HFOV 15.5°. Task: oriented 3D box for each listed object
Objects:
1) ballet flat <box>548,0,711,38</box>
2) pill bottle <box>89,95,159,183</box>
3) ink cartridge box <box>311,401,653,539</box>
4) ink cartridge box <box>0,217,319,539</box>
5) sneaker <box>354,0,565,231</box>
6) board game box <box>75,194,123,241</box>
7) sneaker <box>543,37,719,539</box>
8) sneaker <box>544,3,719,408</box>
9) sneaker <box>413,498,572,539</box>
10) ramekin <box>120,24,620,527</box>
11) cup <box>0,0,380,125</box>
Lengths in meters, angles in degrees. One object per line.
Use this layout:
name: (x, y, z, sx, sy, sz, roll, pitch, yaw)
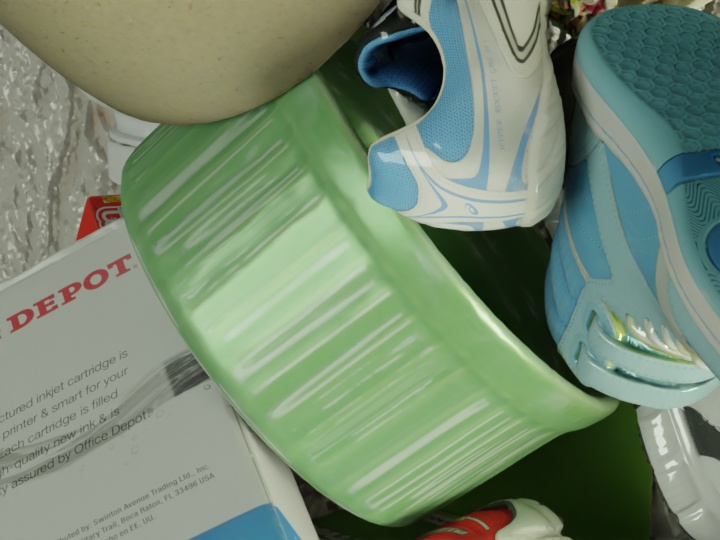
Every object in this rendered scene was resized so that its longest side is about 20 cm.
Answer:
ballet flat: (0.118, -0.132, 0.947, 0.064, 0.076, 0.200, 48, 158, 1)
pill bottle: (-0.066, -0.137, 1.098, 0.112, 0.112, 0.201, 12, 106, 40)
ink cartridge box: (0.041, 0.115, 1.083, 0.148, 0.076, 0.201, 13, 108, 40)
ink cartridge box: (-0.097, 0.098, 0.982, 0.145, 0.084, 0.200, -28, 49, 4)
sneaker: (0.037, -0.097, 0.928, 0.072, 0.072, 0.200, 104, 173, -46)
board game box: (-0.086, 0.089, 1.154, 0.152, 0.046, 0.200, 110, 146, -43)
sneaker: (0.128, 0.001, 0.985, 0.080, 0.074, 0.200, -21, 98, 37)
sneaker: (0.118, 0.015, 0.870, 0.200, 0.079, 0.131, -108, 20, -50)
sneaker: (-0.002, 0.149, 1.021, 0.200, 0.085, 0.077, -45, 65, 35)
ramekin: (0.000, 0.000, 1.000, 0.098, 0.200, 0.200, -37, 71, 13)
cup: (-0.089, -0.167, 0.912, 0.200, 0.143, 0.201, -15, 66, 36)
